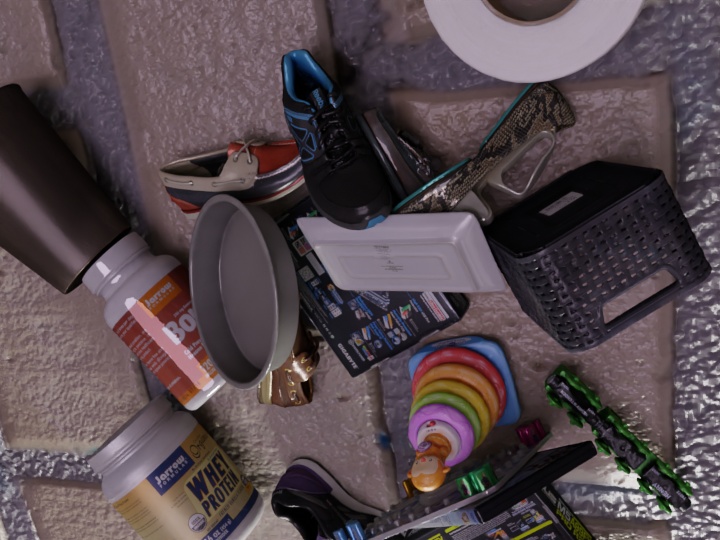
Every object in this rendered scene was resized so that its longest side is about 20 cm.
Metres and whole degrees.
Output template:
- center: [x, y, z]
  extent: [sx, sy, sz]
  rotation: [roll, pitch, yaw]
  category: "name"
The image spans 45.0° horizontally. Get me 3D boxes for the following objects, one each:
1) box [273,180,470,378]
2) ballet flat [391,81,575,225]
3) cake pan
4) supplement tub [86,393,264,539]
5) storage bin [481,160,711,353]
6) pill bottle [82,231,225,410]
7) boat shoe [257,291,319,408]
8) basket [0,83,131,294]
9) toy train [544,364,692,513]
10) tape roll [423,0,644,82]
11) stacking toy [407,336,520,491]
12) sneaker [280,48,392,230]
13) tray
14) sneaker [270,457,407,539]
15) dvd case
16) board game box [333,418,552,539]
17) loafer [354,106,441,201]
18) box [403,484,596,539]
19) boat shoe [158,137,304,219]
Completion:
- center: [0.000, 0.000, 0.952]
  extent: [0.158, 0.046, 0.201]
  rotation: [-32, 98, 29]
  category: "box"
- center: [0.122, -0.092, 0.820]
  extent: [0.200, 0.068, 0.075]
  rotation: [-42, 82, 2]
  category: "ballet flat"
- center: [-0.122, 0.021, 0.905]
  extent: [0.199, 0.036, 0.203]
  rotation: [17, 111, 54]
  category: "cake pan"
- center: [-0.233, 0.272, 1.098]
  extent: [0.144, 0.145, 0.201]
  rotation: [-37, 97, 29]
  category: "supplement tub"
- center: [0.198, -0.021, 0.769]
  extent: [0.134, 0.200, 0.094]
  rotation: [-31, 101, 3]
  category: "storage bin"
- center: [-0.227, 0.056, 1.022]
  extent: [0.200, 0.112, 0.112]
  rotation: [47, 119, -4]
  category: "pill bottle"
- center: [-0.078, 0.088, 0.990]
  extent: [0.067, 0.073, 0.201]
  rotation: [12, 139, 3]
  category: "boat shoe"
- center: [-0.377, -0.082, 1.012]
  extent: [0.200, 0.136, 0.180]
  rotation: [43, 123, -6]
  category: "basket"
- center: [0.272, 0.177, 0.922]
  extent: [0.200, 0.056, 0.042]
  rotation: [43, 104, -1]
  category: "toy train"
- center: [0.154, -0.268, 0.755]
  extent: [0.200, 0.071, 0.205]
  rotation: [5, 106, 19]
  category: "tape roll"
- center: [0.088, 0.161, 0.900]
  extent: [0.115, 0.200, 0.111]
  rotation: [-13, 108, 25]
  category: "stacking toy"
- center: [-0.033, -0.125, 0.834]
  extent: [0.073, 0.082, 0.201]
  rotation: [-26, 60, -7]
  category: "sneaker"
- center: [0.035, -0.010, 0.850]
  extent: [0.198, 0.022, 0.108]
  rotation: [0, 138, 32]
  category: "tray"
- center: [-0.027, 0.328, 1.078]
  extent: [0.199, 0.088, 0.076]
  rotation: [34, 119, 3]
  category: "sneaker"
- center: [0.139, 0.223, 0.894]
  extent: [0.018, 0.141, 0.200]
  rotation: [63, 158, 9]
  category: "dvd case"
- center: [0.091, 0.228, 0.933]
  extent: [0.199, 0.199, 0.026]
  rotation: [-32, 81, 28]
  category: "board game box"
- center: [0.067, -0.086, 0.888]
  extent: [0.062, 0.072, 0.201]
  rotation: [-32, 106, 4]
  category: "loafer"
- center: [0.171, 0.338, 1.035]
  extent: [0.199, 0.044, 0.161]
  rotation: [-38, 95, 29]
  category: "box"
- center: [-0.130, -0.109, 0.936]
  extent: [0.198, 0.072, 0.063]
  rotation: [-12, 125, 30]
  category: "boat shoe"
